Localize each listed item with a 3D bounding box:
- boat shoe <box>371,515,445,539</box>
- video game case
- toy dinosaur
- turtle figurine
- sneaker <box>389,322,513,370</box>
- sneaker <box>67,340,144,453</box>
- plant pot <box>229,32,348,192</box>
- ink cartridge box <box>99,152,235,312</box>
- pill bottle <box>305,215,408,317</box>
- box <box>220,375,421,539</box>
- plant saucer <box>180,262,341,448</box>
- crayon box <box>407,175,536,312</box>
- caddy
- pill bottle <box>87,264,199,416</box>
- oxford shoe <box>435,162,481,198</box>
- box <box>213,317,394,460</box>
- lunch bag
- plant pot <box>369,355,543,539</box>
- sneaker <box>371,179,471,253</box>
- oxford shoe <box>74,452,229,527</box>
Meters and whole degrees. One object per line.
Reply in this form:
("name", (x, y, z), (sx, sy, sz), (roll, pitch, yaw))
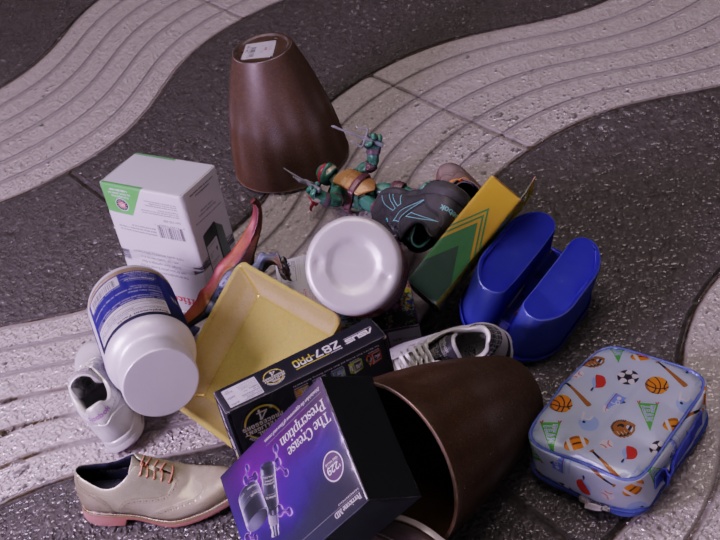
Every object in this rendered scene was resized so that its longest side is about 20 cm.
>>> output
("boat shoe", (0.073, 0.311, 1.263), (0.199, 0.072, 0.059), (24, 47, 32))
("video game case", (-0.020, 0.040, 1.666), (0.180, 0.036, 0.201), (-13, 37, 1))
("toy dinosaur", (-0.182, 0.023, 1.652), (0.180, 0.202, 0.105), (-19, 9, 4))
("turtle figurine", (-0.003, -0.129, 1.828), (0.199, 0.101, 0.150), (25, 65, 21))
("sneaker", (0.079, 0.105, 1.479), (0.199, 0.080, 0.077), (-22, 73, 17))
("sneaker", (-0.329, 0.138, 1.583), (0.075, 0.100, 0.200), (-36, 38, -1))
("plant pot", (-0.130, -0.256, 1.940), (0.185, 0.201, 0.188), (-9, 38, 7))
("ink cartridge box", (-0.255, -0.048, 1.721), (0.145, 0.201, 0.084), (11, 41, 29))
("pill bottle", (0.000, 0.000, 1.514), (0.113, 0.115, 0.200), (-10, -5, 5))
("box", (-0.046, 0.220, 1.279), (0.078, 0.200, 0.142), (3, 51, -43))
("plant saucer", (-0.122, 0.115, 1.535), (0.199, 0.048, 0.201), (27, 87, 40))
("crayon box", (0.141, -0.044, 1.584), (0.051, 0.127, 0.200), (39, 88, 8))
("caddy", (0.211, 0.025, 1.560), (0.141, 0.105, 0.200), (33, 53, 15))
("pill bottle", (-0.268, 0.087, 1.555), (0.115, 0.116, 0.200), (-21, 34, -10))
("oxford shoe", (0.148, -0.109, 1.772), (0.071, 0.073, 0.201), (-18, 37, -4))
("box", (-0.052, 0.164, 1.414), (0.199, 0.162, 0.049), (-25, 39, -16))
("lunch bag", (0.284, 0.176, 1.365), (0.159, 0.076, 0.200), (19, 47, 33))
("plant pot", (0.103, 0.173, 1.363), (0.199, 0.189, 0.186), (-23, 35, -38))
("sneaker", (0.064, -0.067, 1.657), (0.200, 0.075, 0.080), (-13, 47, 61))
("oxford shoe", (-0.234, 0.247, 1.438), (0.198, 0.074, 0.071), (-9, 37, 7))
